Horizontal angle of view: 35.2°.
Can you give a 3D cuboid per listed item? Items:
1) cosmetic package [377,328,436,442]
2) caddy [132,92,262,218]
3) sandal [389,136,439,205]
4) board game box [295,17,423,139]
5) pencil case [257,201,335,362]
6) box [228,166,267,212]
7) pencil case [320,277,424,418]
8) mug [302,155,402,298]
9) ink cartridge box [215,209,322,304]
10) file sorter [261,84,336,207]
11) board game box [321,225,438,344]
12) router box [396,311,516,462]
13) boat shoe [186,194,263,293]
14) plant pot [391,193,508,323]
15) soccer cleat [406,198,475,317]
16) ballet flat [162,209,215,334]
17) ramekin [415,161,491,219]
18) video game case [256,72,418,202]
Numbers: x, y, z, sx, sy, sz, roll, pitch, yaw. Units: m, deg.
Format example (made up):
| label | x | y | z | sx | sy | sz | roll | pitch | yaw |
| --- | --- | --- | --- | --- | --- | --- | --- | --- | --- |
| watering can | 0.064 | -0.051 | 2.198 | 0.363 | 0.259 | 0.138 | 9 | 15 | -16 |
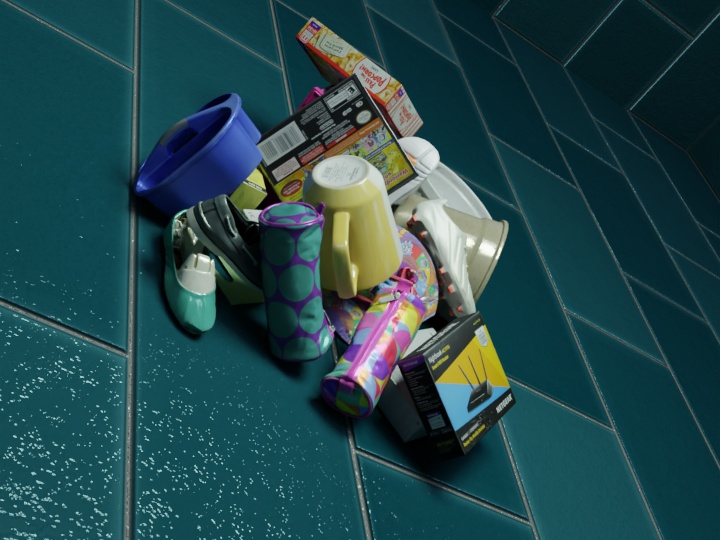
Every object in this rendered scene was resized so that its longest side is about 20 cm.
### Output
| label | x | y | z | sx | sy | sz | roll | pitch | yaw |
| --- | --- | --- | --- | --- | --- | --- | --- | --- | --- |
| cosmetic package | 0.087 | 0.164 | 1.668 | 0.199 | 0.052 | 0.151 | -4 | 53 | -56 |
| caddy | -0.229 | -0.161 | 1.573 | 0.105 | 0.199 | 0.142 | 46 | 17 | -28 |
| sandal | 0.036 | -0.132 | 1.813 | 0.079 | 0.206 | 0.059 | 48 | -5 | 10 |
| board game box | 0.000 | -0.303 | 1.810 | 0.200 | 0.046 | 0.151 | 40 | -2 | 23 |
| pencil case | -0.084 | 0.014 | 1.500 | 0.091 | 0.202 | 0.085 | -9 | 23 | -12 |
| box | -0.198 | -0.163 | 1.748 | 0.050 | 0.075 | 0.201 | 25 | 30 | -35 |
| pencil case | 0.019 | 0.106 | 1.549 | 0.088 | 0.088 | 0.201 | 37 | 52 | -9 |
| mug | -0.010 | -0.067 | 1.587 | 0.148 | 0.154 | 0.187 | -23 | 40 | -20 |
| ink cartridge box | -0.145 | -0.021 | 1.636 | 0.146 | 0.048 | 0.199 | 54 | 26 | 21 |
| file sorter | -0.062 | -0.178 | 1.816 | 0.139 | 0.200 | 0.125 | 42 | 22 | 3 |
| board game box | 0.038 | 0.023 | 1.681 | 0.199 | 0.039 | 0.159 | -29 | 98 | -27 |
| router box | 0.139 | 0.160 | 1.598 | 0.200 | 0.051 | 0.151 | -30 | 98 | -58 |
| boat shoe | -0.149 | -0.034 | 1.506 | 0.200 | 0.061 | 0.073 | 43 | 21 | -45 |
| plant pot | 0.119 | -0.033 | 1.886 | 0.182 | 0.202 | 0.201 | 26 | 27 | -4 |
| soccer cleat | 0.143 | -0.018 | 1.768 | 0.077 | 0.069 | 0.202 | -23 | 87 | -19 |
| ballet flat | -0.222 | -0.009 | 1.479 | 0.067 | 0.071 | 0.201 | 10 | 38 | -26 |
| ramekin | 0.145 | -0.100 | 2.071 | 0.200 | 0.105 | 0.201 | 39 | 23 | -20 |
| video game case | -0.042 | -0.166 | 1.711 | 0.182 | 0.199 | 0.026 | 57 | 3 | 1 |
